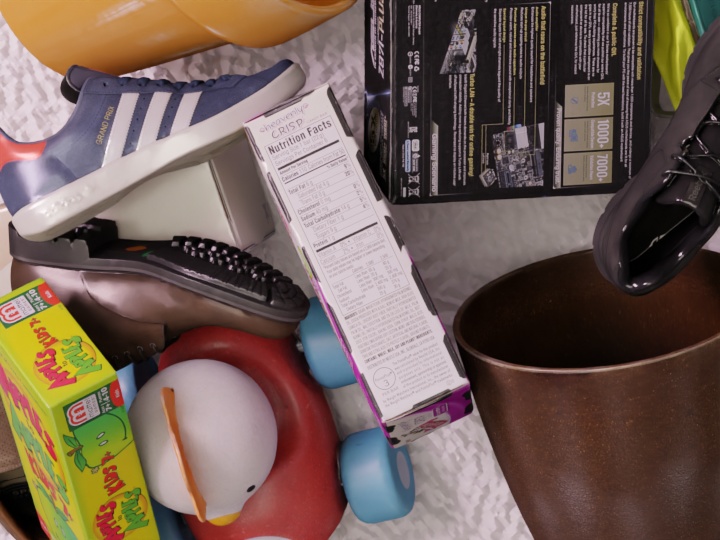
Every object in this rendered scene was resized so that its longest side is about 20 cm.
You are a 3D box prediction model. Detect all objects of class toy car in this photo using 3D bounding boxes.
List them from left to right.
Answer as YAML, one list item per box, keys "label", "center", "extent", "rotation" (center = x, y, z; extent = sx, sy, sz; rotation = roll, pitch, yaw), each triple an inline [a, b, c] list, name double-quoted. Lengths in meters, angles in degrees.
- label: "toy car"
  center: [-0.087, 0.117, 1.728]
  extent: [0.184, 0.200, 0.178]
  rotation: [-14, 96, 16]

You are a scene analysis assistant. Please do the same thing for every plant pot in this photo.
- label: "plant pot"
  center: [-0.124, -0.208, 1.699]
  extent: [0.183, 0.200, 0.201]
  rotation: [-27, 92, 32]
- label: "plant pot"
  center: [0.163, 0.111, 1.694]
  extent: [0.186, 0.187, 0.201]
  rotation: [-5, 112, 14]

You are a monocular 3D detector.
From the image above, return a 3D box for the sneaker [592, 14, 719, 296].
- label: "sneaker"
  center: [0.204, -0.067, 1.608]
  extent: [0.076, 0.091, 0.201]
  rotation: [27, 102, -1]

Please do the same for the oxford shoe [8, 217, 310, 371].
- label: "oxford shoe"
  center: [-0.123, 0.022, 1.697]
  extent: [0.199, 0.073, 0.085]
  rotation: [11, 106, 23]

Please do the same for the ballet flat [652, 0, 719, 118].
- label: "ballet flat"
  center: [0.213, -0.090, 1.699]
  extent: [0.067, 0.067, 0.201]
  rotation: [-18, 92, 37]

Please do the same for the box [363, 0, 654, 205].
- label: "box"
  center: [0.088, -0.149, 1.659]
  extent: [0.163, 0.086, 0.201]
  rotation: [-4, 109, -10]

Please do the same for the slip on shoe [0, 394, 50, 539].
- label: "slip on shoe"
  center: [-0.230, 0.104, 1.780]
  extent: [0.076, 0.061, 0.200]
  rotation: [-9, 133, 7]

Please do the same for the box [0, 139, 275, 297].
- label: "box"
  center: [-0.165, -0.024, 1.779]
  extent: [0.199, 0.095, 0.078]
  rotation: [-18, 95, 14]

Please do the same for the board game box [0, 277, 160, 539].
- label: "board game box"
  center: [-0.173, 0.112, 1.690]
  extent: [0.047, 0.102, 0.200]
  rotation: [-27, 136, -17]

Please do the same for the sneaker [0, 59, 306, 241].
- label: "sneaker"
  center: [-0.131, -0.097, 1.668]
  extent: [0.199, 0.075, 0.085]
  rotation: [-27, 86, -14]

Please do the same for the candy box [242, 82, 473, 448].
- label: "candy box"
  center: [0.000, 0.000, 1.672]
  extent: [0.061, 0.136, 0.201]
  rotation: [-24, 79, -1]
